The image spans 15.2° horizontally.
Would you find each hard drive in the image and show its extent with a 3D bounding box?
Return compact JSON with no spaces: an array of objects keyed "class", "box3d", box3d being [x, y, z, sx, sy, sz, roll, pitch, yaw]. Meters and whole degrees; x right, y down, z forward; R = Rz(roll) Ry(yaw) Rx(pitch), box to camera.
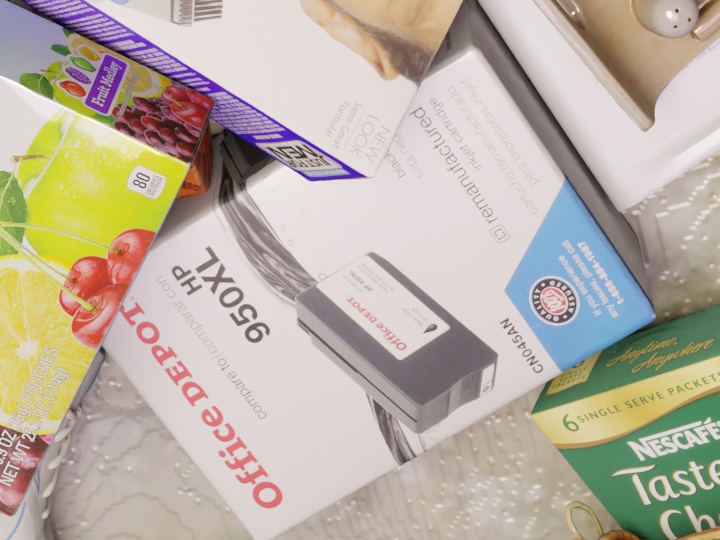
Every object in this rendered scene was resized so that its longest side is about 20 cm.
[{"class":"hard drive","box3d":[0.106,-0.139,1.085,0.132,0.027,0.200,-33,111,6]}]

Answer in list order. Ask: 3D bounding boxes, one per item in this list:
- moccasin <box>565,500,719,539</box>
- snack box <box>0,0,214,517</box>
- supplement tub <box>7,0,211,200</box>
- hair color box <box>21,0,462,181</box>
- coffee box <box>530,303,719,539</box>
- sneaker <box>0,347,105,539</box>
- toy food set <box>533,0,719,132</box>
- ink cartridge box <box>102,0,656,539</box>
[{"class":"moccasin","box3d":[0.114,0.143,1.154,0.074,0.078,0.201,28,154,-17]},{"class":"snack box","box3d":[-0.180,-0.026,0.980,0.200,0.068,0.169,25,116,-6]},{"class":"supplement tub","box3d":[-0.165,-0.063,1.072,0.200,0.123,0.123,-9,114,4]},{"class":"hair color box","box3d":[-0.061,-0.128,0.988,0.200,0.065,0.109,31,78,-23]},{"class":"coffee box","box3d":[0.178,0.106,1.164,0.123,0.044,0.200,-19,117,42]},{"class":"sneaker","box3d":[-0.146,0.065,1.158,0.087,0.075,0.200,-15,114,0]},{"class":"toy food set","box3d":[0.142,-0.168,1.031,0.200,0.060,0.144,-40,110,6]},{"class":"ink cartridge box","box3d":[0.000,0.000,1.121,0.200,0.084,0.145,-31,111,13]}]
